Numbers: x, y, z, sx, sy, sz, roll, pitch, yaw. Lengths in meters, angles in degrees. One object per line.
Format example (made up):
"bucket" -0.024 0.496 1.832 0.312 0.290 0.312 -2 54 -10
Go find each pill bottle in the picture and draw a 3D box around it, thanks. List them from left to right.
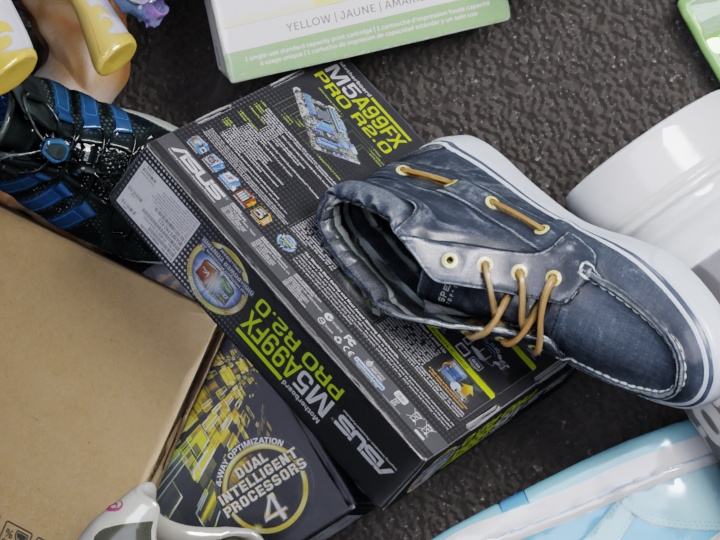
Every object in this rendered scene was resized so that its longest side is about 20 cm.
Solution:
"pill bottle" 0.190 0.023 1.324 0.113 0.113 0.200 -35 82 10

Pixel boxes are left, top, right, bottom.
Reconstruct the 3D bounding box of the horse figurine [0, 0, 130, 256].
"horse figurine" -0.168 -0.093 1.450 0.132 0.050 0.201 21 94 15

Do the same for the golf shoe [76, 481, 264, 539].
"golf shoe" -0.053 0.178 1.362 0.200 0.077 0.088 28 108 -20

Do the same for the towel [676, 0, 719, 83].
"towel" 0.269 -0.119 1.355 0.200 0.031 0.150 -29 81 11

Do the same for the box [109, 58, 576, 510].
"box" 0.000 0.000 1.351 0.200 0.160 0.044 48 130 10

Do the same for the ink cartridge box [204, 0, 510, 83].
"ink cartridge box" -0.018 -0.205 1.376 0.145 0.048 0.201 -13 101 -5

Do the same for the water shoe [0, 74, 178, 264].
"water shoe" -0.154 -0.056 1.381 0.200 0.079 0.072 25 99 9

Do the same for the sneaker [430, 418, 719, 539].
"sneaker" 0.102 0.168 1.362 0.200 0.080 0.131 -27 81 13

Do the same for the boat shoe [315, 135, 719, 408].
"boat shoe" 0.072 0.012 1.285 0.200 0.091 0.071 35 130 32

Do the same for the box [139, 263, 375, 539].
"box" -0.116 0.104 1.432 0.200 0.049 0.161 -33 77 11

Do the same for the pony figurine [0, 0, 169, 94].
"pony figurine" -0.171 -0.186 1.360 0.193 0.167 0.200 -35 70 -24

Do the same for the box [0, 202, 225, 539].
"box" -0.183 0.055 1.417 0.200 0.021 0.164 25 93 16
